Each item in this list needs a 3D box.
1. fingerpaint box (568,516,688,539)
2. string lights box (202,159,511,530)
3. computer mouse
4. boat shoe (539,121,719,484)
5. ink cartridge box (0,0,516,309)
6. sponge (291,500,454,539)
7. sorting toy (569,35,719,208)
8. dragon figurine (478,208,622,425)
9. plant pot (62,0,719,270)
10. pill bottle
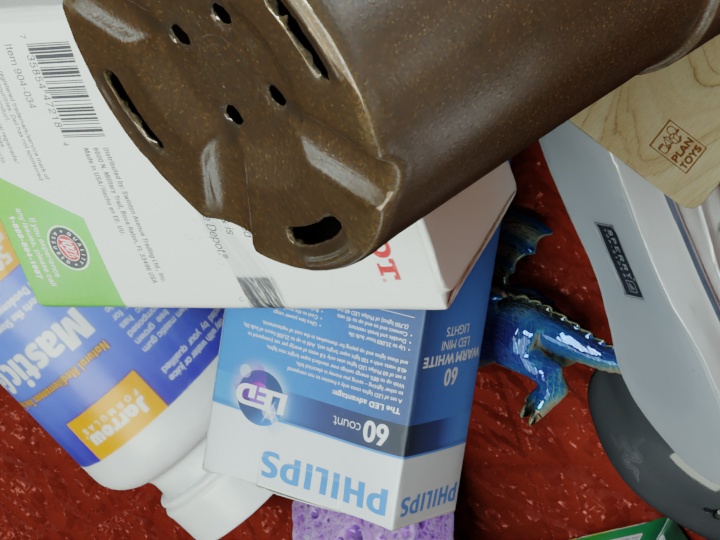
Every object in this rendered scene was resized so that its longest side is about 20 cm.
[{"bbox_3d":[0.109,0.222,1.409,0.200,0.073,0.167,-18,116,43],"label":"fingerpaint box"},{"bbox_3d":[0.000,0.000,1.221,0.103,0.059,0.201,15,103,29],"label":"string lights box"},{"bbox_3d":[0.193,0.089,1.252,0.200,0.046,0.141,33,139,5],"label":"computer mouse"},{"bbox_3d":[0.139,-0.002,1.192,0.074,0.065,0.200,23,141,52],"label":"boat shoe"},{"bbox_3d":[-0.055,-0.064,1.130,0.199,0.084,0.146,0,127,30],"label":"ink cartridge box"},{"bbox_3d":[0.006,0.188,1.369,0.030,0.201,0.112,17,148,-29],"label":"sponge"},{"bbox_3d":[0.106,-0.157,1.071,0.199,0.070,0.200,38,138,3],"label":"sorting toy"},{"bbox_3d":[0.056,0.012,1.268,0.200,0.059,0.100,1,127,36],"label":"dragon figurine"},{"bbox_3d":[0.020,-0.114,0.934,0.200,0.198,0.201,35,148,26],"label":"plant pot"},{"bbox_3d":[-0.117,0.034,1.367,0.200,0.112,0.112,47,138,-9],"label":"pill bottle"}]
